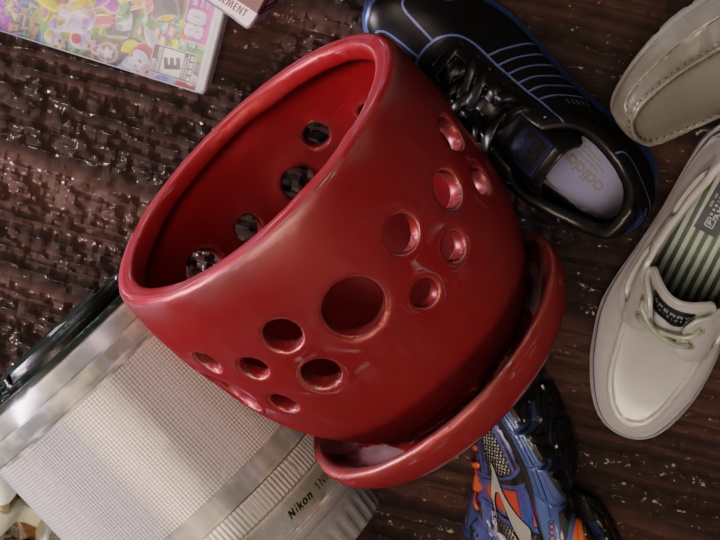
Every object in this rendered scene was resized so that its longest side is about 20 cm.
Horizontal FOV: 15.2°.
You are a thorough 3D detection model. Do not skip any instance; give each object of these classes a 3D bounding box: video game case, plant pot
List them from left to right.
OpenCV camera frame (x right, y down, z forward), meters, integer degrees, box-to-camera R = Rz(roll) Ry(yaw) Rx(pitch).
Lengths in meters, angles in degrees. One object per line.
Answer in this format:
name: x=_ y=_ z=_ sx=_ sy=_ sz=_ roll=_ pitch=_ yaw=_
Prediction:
video game case: x=-0.165 y=-0.197 z=1.550 sx=0.200 sy=0.018 sz=0.143 roll=18 pitch=110 yaw=6
plant pot: x=0.000 y=0.000 z=1.464 sx=0.200 sy=0.201 sz=0.182 roll=-38 pitch=114 yaw=20

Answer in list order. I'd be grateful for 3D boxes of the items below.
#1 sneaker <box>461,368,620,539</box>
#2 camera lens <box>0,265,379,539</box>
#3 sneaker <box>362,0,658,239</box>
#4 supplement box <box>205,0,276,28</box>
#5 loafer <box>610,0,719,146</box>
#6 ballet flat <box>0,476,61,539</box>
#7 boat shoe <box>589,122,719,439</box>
sneaker: x=0.088 y=0.128 z=1.572 sx=0.078 sy=0.075 sz=0.200 roll=-19 pitch=101 yaw=20
camera lens: x=-0.108 y=0.106 z=1.557 sx=0.160 sy=0.160 sz=0.200 roll=-40 pitch=96 yaw=20
sneaker: x=0.082 y=-0.092 z=1.500 sx=0.200 sy=0.078 sz=0.070 roll=36 pitch=110 yaw=-1
supplement box: x=-0.048 y=-0.245 z=1.474 sx=0.109 sy=0.061 sz=0.200 roll=33 pitch=101 yaw=0
loafer: x=0.225 y=-0.124 z=1.458 sx=0.200 sy=0.070 sz=0.070 roll=-35 pitch=53 yaw=20
ballet flat: x=-0.189 y=0.153 z=1.636 sx=0.200 sy=0.071 sz=0.069 roll=28 pitch=115 yaw=2
boat shoe: x=0.176 y=0.010 z=1.518 sx=0.073 sy=0.067 sz=0.200 roll=19 pitch=110 yaw=6
